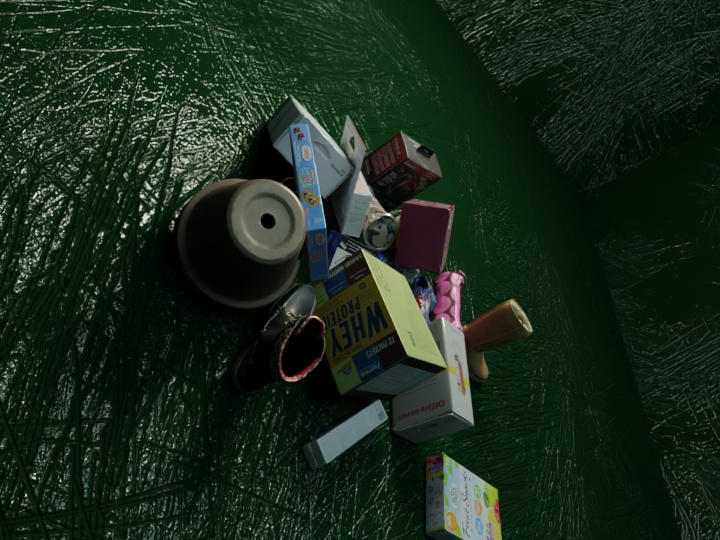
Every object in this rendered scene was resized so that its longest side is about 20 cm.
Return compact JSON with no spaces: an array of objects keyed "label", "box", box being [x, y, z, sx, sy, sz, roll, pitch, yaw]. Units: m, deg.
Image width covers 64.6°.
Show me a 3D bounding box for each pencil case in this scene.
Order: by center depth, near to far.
[{"label":"pencil case","box":[0.018,-0.118,1.205,0.090,0.077,0.201,49,7,-31]},{"label":"pencil case","box":[0.213,0.094,1.377,0.090,0.093,0.203,38,39,-29]}]

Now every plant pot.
[{"label":"plant pot","box":[-0.158,-0.052,0.817,0.196,0.174,0.206,6,77,-26]}]

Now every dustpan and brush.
[{"label":"dustpan and brush","box":[0.045,-0.018,1.267,0.140,0.057,0.199,52,22,9]}]

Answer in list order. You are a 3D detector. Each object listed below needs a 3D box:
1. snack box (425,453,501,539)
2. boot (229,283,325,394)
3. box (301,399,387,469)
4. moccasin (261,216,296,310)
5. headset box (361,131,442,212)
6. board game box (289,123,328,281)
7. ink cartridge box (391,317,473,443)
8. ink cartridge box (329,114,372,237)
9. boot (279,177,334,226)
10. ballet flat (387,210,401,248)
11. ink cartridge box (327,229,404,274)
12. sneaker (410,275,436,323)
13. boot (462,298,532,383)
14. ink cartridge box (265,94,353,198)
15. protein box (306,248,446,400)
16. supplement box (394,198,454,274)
[{"label":"snack box","box":[0.204,0.472,1.118,0.199,0.052,0.144,40,37,-31]},{"label":"boot","box":[-0.098,0.092,0.836,0.073,0.149,0.201,48,56,-16]},{"label":"box","box":[-0.021,0.272,0.960,0.199,0.038,0.042,-16,78,-58]},{"label":"moccasin","box":[-0.150,-0.014,0.961,0.204,0.073,0.078,61,11,-2]},{"label":"headset box","box":[0.086,-0.230,1.338,0.147,0.198,0.077,15,53,-47]},{"label":"board game box","box":[-0.084,-0.110,0.932,0.152,0.036,0.204,93,-14,-61]},{"label":"ink cartridge box","box":[0.136,0.219,1.126,0.083,0.143,0.204,35,41,-36]},{"label":"ink cartridge box","box":[-0.015,-0.193,1.143,0.043,0.177,0.201,9,30,-18]},{"label":"boot","box":[-0.104,-0.129,1.111,0.198,0.075,0.075,9,54,-55]},{"label":"ballet flat","box":[0.085,-0.104,1.315,0.075,0.064,0.201,40,21,-7]},{"label":"ink cartridge box","box":[0.000,0.000,1.147,0.198,0.044,0.096,26,84,-44]},{"label":"sneaker","box":[0.121,0.078,1.263,0.201,0.073,0.080,-66,145,-62]},{"label":"boot","box":[0.324,0.178,1.371,0.176,0.198,0.067,48,35,-19]},{"label":"ink cartridge box","box":[-0.104,-0.247,1.117,0.145,0.087,0.201,43,8,-28]},{"label":"protein box","box":[0.027,0.104,1.002,0.199,0.133,0.202,29,34,-60]},{"label":"supplement box","box":[0.141,-0.079,1.223,0.200,0.101,0.134,-35,134,-76]}]
